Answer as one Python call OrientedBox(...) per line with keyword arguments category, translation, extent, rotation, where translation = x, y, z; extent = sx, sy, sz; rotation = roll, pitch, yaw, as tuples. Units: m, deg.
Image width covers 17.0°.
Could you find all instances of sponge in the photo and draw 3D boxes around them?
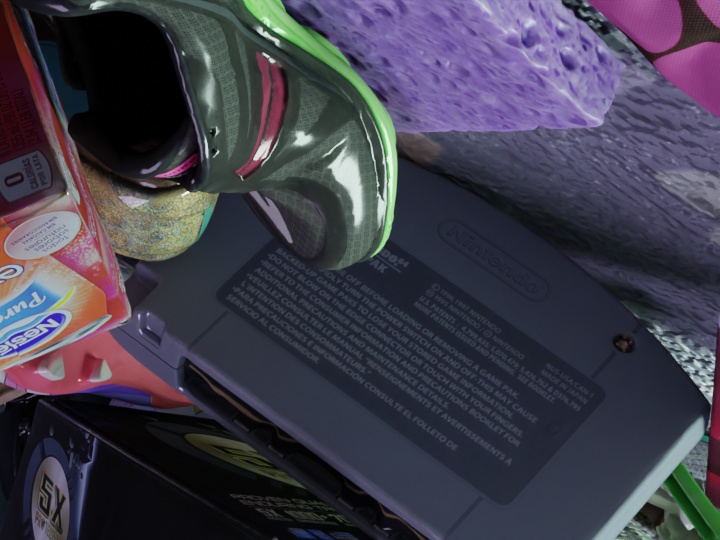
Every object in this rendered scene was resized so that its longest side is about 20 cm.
OrientedBox(category="sponge", translation=(-0.015, -0.088, 0.811), extent=(0.200, 0.030, 0.112), rotation=(2, 149, 50))

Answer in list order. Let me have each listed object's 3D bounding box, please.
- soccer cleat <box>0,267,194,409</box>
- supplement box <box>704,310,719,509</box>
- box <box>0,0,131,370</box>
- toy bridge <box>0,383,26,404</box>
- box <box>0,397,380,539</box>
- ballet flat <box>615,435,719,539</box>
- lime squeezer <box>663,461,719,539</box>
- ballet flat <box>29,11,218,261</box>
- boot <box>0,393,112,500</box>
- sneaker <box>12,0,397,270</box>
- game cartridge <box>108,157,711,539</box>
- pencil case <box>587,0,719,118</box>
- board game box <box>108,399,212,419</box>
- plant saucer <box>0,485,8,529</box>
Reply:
OrientedBox(category="soccer cleat", translation=(-0.120, 0.018, 0.940), extent=(0.076, 0.067, 0.200), rotation=(2, 171, 31))
OrientedBox(category="supplement box", translation=(0.183, 0.047, 0.857), extent=(0.109, 0.061, 0.200), rotation=(21, 161, 15))
OrientedBox(category="box", translation=(-0.153, -0.069, 0.773), extent=(0.095, 0.200, 0.100), rotation=(-21, 156, -2))
OrientedBox(category="toy bridge", translation=(-0.167, 0.029, 1.005), extent=(0.067, 0.027, 0.200), rotation=(7, 159, -3))
OrientedBox(category="box", translation=(-0.017, 0.125, 0.954), extent=(0.200, 0.086, 0.164), rotation=(11, -172, -40))
OrientedBox(category="ballet flat", translation=(0.085, 0.077, 1.049), extent=(0.200, 0.072, 0.072), rotation=(26, 161, 3))
OrientedBox(category="lime squeezer", translation=(0.066, 0.036, 0.942), extent=(0.200, 0.071, 0.038), rotation=(31, 149, 11))
OrientedBox(category="ballet flat", translation=(-0.134, -0.068, 0.897), extent=(0.200, 0.071, 0.071), rotation=(34, 164, 20))
OrientedBox(category="boot", translation=(-0.188, 0.033, 1.156), extent=(0.200, 0.076, 0.169), rotation=(2, 113, 41))
OrientedBox(category="sneaker", translation=(-0.054, -0.056, 0.769), extent=(0.077, 0.084, 0.200), rotation=(12, 155, 37))
OrientedBox(category="game cartridge", translation=(0.022, 0.031, 0.892), extent=(0.200, 0.133, 0.041), rotation=(36, 151, 18))
OrientedBox(category="pencil case", translation=(0.079, -0.091, 0.602), extent=(0.200, 0.091, 0.094), rotation=(36, 165, -20))
OrientedBox(category="board game box", translation=(-0.033, 0.111, 1.085), extent=(0.200, 0.200, 0.041), rotation=(39, 162, -30))
OrientedBox(category="plant saucer", translation=(-0.099, 0.104, 1.186), extent=(0.200, 0.200, 0.027), rotation=(-1, 111, 52))
